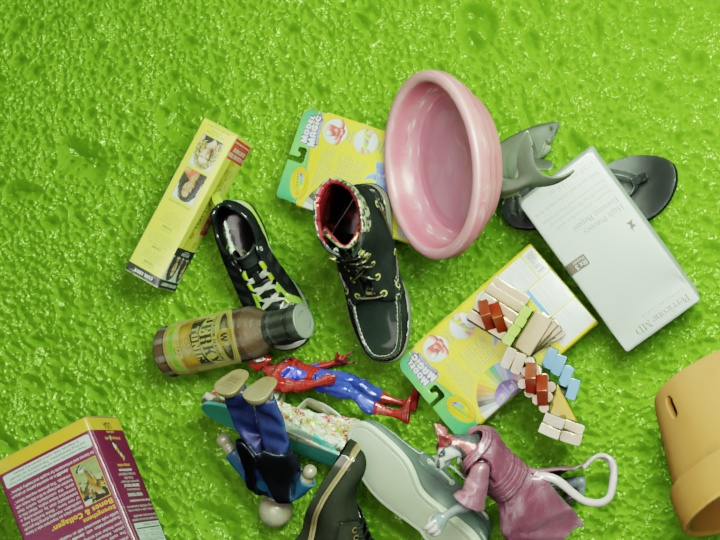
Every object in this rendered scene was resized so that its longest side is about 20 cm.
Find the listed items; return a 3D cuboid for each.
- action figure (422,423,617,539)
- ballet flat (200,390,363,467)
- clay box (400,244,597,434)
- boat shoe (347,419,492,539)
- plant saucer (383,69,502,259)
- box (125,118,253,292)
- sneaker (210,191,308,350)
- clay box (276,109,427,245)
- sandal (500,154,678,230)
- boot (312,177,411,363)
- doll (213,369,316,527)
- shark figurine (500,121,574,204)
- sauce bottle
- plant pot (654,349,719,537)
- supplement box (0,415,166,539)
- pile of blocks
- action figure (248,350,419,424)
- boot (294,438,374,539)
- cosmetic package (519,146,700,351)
[{"bbox_3d":[0.154,0.222,1.495,0.149,0.134,0.200,-30,122,36],"label":"action figure"},{"bbox_3d":[-0.083,0.170,1.626,0.199,0.076,0.064,21,58,9],"label":"ballet flat"},{"bbox_3d":[0.152,0.080,1.577,0.200,0.048,0.115,-41,79,7],"label":"clay box"},{"bbox_3d":[0.067,0.237,1.570,0.200,0.062,0.073,45,130,5],"label":"boat shoe"},{"bbox_3d":[0.092,-0.113,1.517,0.051,0.200,0.202,-6,81,-26],"label":"plant saucer"},{"bbox_3d":[-0.201,-0.075,1.666,0.050,0.075,0.201,27,89,12],"label":"box"},{"bbox_3d":[-0.126,0.003,1.635,0.071,0.083,0.201,-31,79,8],"label":"sneaker"},{"bbox_3d":[0.013,-0.104,1.634,0.199,0.048,0.116,20,91,14],"label":"clay box"},{"bbox_3d":[0.256,-0.081,1.581,0.199,0.043,0.077,-12,82,11],"label":"sandal"},{"bbox_3d":[-0.002,-0.001,1.530,0.073,0.154,0.205,-9,85,14],"label":"boot"},{"bbox_3d":[-0.110,0.204,1.584,0.136,0.048,0.201,11,128,33],"label":"doll"},{"bbox_3d":[0.152,-0.121,1.527,0.128,0.215,0.090,-35,99,15],"label":"shark figurine"},{"bbox_3d":[-0.145,0.074,1.612,0.199,0.065,0.065,-16,80,30],"label":"sauce bottle"},{"bbox_3d":[0.393,0.167,1.460,0.199,0.200,0.141,-28,62,8],"label":"plant pot"},{"bbox_3d":[-0.314,0.284,1.637,0.130,0.103,0.201,-25,79,8],"label":"supplement box"},{"bbox_3d":[0.187,0.095,1.506,0.082,0.062,0.201,-34,83,6],"label":"pile of blocks"},{"bbox_3d":[-0.034,0.125,1.613,0.199,0.065,0.052,11,114,12],"label":"action figure"},{"bbox_3d":[0.006,0.293,1.564,0.138,0.077,0.201,27,123,9],"label":"boot"},{"bbox_3d":[0.269,-0.024,1.532,0.102,0.074,0.200,-37,90,13],"label":"cosmetic package"}]
